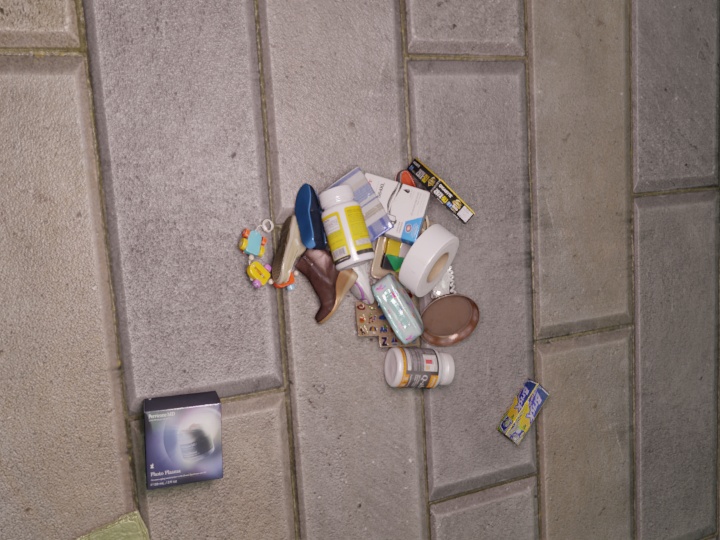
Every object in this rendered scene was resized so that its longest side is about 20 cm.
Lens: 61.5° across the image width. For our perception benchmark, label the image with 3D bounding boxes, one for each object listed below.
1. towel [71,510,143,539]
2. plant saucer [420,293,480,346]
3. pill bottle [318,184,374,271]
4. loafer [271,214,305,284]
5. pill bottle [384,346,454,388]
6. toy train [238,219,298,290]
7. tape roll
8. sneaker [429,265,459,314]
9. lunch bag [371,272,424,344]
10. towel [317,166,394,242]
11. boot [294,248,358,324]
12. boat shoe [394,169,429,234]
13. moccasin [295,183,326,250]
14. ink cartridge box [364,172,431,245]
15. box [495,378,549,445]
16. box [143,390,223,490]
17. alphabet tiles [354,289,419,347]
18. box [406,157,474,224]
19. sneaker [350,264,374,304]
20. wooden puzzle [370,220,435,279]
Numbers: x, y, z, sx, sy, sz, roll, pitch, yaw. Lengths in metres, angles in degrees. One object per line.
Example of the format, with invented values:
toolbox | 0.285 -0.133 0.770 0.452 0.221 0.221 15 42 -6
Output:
towel | -0.650 0.731 1.582 0.195 0.036 0.153 -20 103 -19
plant saucer | 0.266 0.144 1.842 0.193 0.035 0.206 -6 126 -8
pill bottle | -0.040 -0.113 1.606 0.111 0.114 0.207 -15 85 -18
loafer | -0.186 -0.052 1.641 0.067 0.075 0.206 24 62 -27
pill bottle | 0.177 0.293 1.818 0.193 0.116 0.121 6 93 -21
toy train | -0.260 -0.027 1.657 0.148 0.055 0.206 -26 95 -43
tape roll | 0.195 -0.028 1.721 0.070 0.203 0.203 37 78 21
sneaker | 0.246 0.039 1.848 0.078 0.075 0.207 -16 100 -9
lunch bag | 0.103 0.105 1.719 0.076 0.160 0.204 -32 89 11
towel | -0.014 -0.166 1.672 0.145 0.024 0.204 -33 83 8
boot | -0.117 0.034 1.695 0.164 0.073 0.202 33 110 -8
boat shoe | 0.154 -0.201 1.774 0.069 0.062 0.207 -12 84 -22
moccasin | -0.134 -0.140 1.653 0.067 0.079 0.206 19 54 -40
ink cartridge box | 0.087 -0.171 1.709 0.194 0.084 0.151 17 88 10
box | 0.537 0.464 2.001 0.070 0.064 0.203 38 81 -20
box | -0.464 0.439 1.581 0.193 0.123 0.207 -3 95 -21
alphabet tiles | 0.079 0.141 1.792 0.193 0.008 0.174 0 75 -21
box | 0.226 -0.229 1.731 0.158 0.201 0.050 36 102 -29
sneaker | 0.000 0.000 1.740 0.099 0.074 0.204 -36 107 -28
wooden puzzle | 0.131 -0.064 1.809 0.179 0.037 0.208 11 91 -21
